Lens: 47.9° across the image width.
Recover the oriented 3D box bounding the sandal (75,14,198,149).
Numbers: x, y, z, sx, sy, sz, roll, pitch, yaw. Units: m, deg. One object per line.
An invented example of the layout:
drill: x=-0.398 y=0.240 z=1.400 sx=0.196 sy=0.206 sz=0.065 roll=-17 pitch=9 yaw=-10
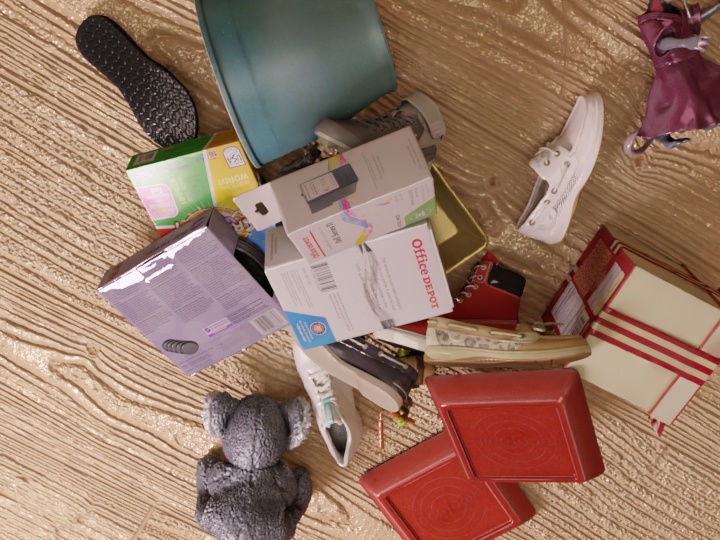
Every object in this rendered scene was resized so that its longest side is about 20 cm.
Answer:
sandal: x=-0.268 y=-0.236 z=1.013 sx=0.075 sy=0.048 sz=0.200 roll=-39 pitch=92 yaw=16

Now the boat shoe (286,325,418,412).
boat shoe: x=-0.013 y=0.108 z=1.076 sx=0.200 sy=0.063 sz=0.073 roll=33 pitch=153 yaw=20

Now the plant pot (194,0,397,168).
plant pot: x=-0.064 y=-0.243 z=0.928 sx=0.188 sy=0.200 sz=0.200 roll=-19 pitch=109 yaw=1

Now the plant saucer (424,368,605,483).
plant saucer: x=0.200 y=0.214 z=1.055 sx=0.199 sy=0.037 sz=0.200 roll=-6 pitch=128 yaw=25

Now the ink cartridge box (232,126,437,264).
ink cartridge box: x=-0.023 y=-0.069 z=0.871 sx=0.200 sy=0.117 sz=0.067 roll=-21 pitch=73 yaw=2

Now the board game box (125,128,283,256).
board game box: x=-0.184 y=-0.072 z=1.036 sx=0.153 sy=0.040 sz=0.200 roll=-13 pitch=125 yaw=12

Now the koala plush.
koala plush: x=-0.147 y=0.265 z=1.138 sx=0.177 sy=0.184 sz=0.200 roll=9 pitch=99 yaw=-2

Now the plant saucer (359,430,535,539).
plant saucer: x=0.131 y=0.347 z=1.211 sx=0.199 sy=0.037 sz=0.200 roll=-31 pitch=106 yaw=12

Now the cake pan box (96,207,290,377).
cake pan box: x=-0.207 y=0.033 z=1.059 sx=0.200 sy=0.052 sz=0.184 roll=-28 pitch=123 yaw=22

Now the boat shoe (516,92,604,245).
boat shoe: x=0.246 y=-0.128 z=1.017 sx=0.069 sy=0.071 sz=0.200 roll=12 pitch=112 yaw=-5

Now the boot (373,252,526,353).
boot: x=0.119 y=0.042 z=1.069 sx=0.200 sy=0.072 sz=0.145 roll=8 pitch=87 yaw=-13

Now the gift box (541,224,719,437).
gift box: x=0.359 y=0.080 z=1.029 sx=0.187 sy=0.200 sz=0.185 roll=26 pitch=115 yaw=-9

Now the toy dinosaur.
toy dinosaur: x=-0.050 y=-0.108 z=0.976 sx=0.200 sy=0.102 sz=0.077 roll=-13 pitch=91 yaw=-33

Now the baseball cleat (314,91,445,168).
baseball cleat: x=0.027 y=-0.163 z=0.921 sx=0.070 sy=0.200 sz=0.107 roll=33 pitch=103 yaw=31

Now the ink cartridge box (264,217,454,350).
ink cartridge box: x=0.000 y=0.000 z=0.996 sx=0.200 sy=0.084 sz=0.145 roll=-15 pitch=129 yaw=7

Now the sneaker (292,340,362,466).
sneaker: x=-0.042 y=0.178 z=1.132 sx=0.075 sy=0.089 sz=0.200 roll=-17 pitch=104 yaw=9

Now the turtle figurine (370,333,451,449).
turtle figurine: x=0.085 y=0.146 z=1.123 sx=0.161 sy=0.064 sz=0.200 roll=3 pitch=82 yaw=-6

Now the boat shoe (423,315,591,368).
boat shoe: x=0.173 y=0.083 z=0.973 sx=0.200 sy=0.073 sz=0.063 roll=-2 pitch=76 yaw=17

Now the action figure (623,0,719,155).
action figure: x=0.376 y=-0.257 z=0.969 sx=0.149 sy=0.134 sz=0.200 roll=-15 pitch=100 yaw=52

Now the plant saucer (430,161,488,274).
plant saucer: x=0.032 y=-0.062 z=1.062 sx=0.200 sy=0.048 sz=0.200 roll=-35 pitch=106 yaw=14
